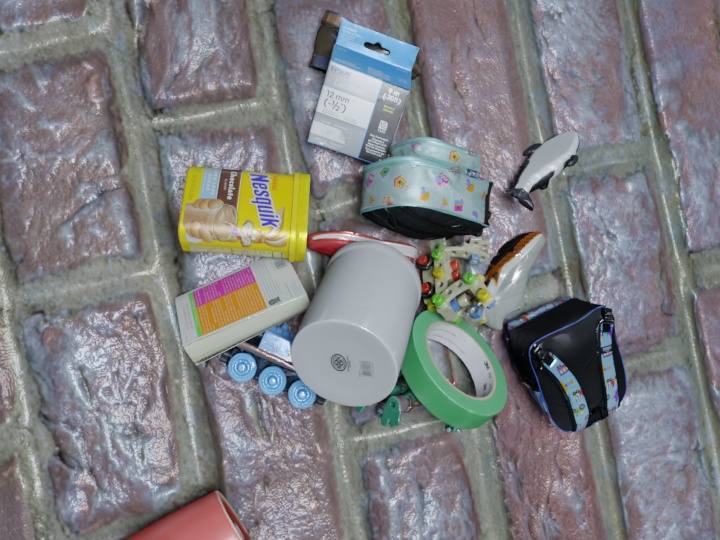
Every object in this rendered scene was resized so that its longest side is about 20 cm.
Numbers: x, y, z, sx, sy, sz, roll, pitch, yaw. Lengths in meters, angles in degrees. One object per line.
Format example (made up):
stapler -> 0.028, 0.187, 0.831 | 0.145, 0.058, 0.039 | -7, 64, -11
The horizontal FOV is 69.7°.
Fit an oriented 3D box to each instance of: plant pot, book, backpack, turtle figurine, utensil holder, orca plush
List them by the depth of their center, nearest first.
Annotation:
plant pot -> -0.254, 0.449, 0.778 | 0.176, 0.200, 0.202 | -34, 93, -20
utensil holder -> -0.003, 0.077, 0.791 | 0.167, 0.201, 0.172 | 8, 124, 12
book -> -0.193, 0.049, 0.836 | 0.198, 0.134, 0.048 | -25, 134, -9
backpack -> 0.099, -0.131, 0.848 | 0.198, 0.175, 0.156 | 1, 90, -33
turtle figurine -> 0.084, 0.220, 0.871 | 0.199, 0.148, 0.102 | 15, 72, -49
backpack -> 0.370, 0.171, 0.922 | 0.181, 0.134, 0.202 | -26, 104, -9
orca plush -> 0.350, -0.174, 0.967 | 0.201, 0.104, 0.072 | -56, 138, -31

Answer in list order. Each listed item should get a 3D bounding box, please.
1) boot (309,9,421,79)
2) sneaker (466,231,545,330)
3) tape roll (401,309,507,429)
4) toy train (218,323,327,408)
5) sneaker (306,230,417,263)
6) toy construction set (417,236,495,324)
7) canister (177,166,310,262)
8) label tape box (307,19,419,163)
boot -> 0.006, -0.369, 0.928 | 0.198, 0.075, 0.098 | 27, 99, -5
sneaker -> 0.279, 0.019, 0.952 | 0.092, 0.076, 0.200 | 41, 89, -13
tape roll -> 0.154, 0.159, 0.861 | 0.199, 0.201, 0.048 | 36, 125, -7
toy train -> -0.131, 0.149, 0.859 | 0.198, 0.087, 0.116 | 25, 79, -4
sneaker -> 0.000, 0.000, 0.894 | 0.197, 0.078, 0.117 | 8, 84, -8
toy construction set -> 0.168, 0.008, 0.888 | 0.130, 0.201, 0.092 | -25, 118, 29
canister -> -0.185, -0.094, 0.848 | 0.197, 0.087, 0.151 | 4, 66, -8
label tape box -> 0.004, -0.297, 0.877 | 0.141, 0.066, 0.202 | 17, 112, -9
